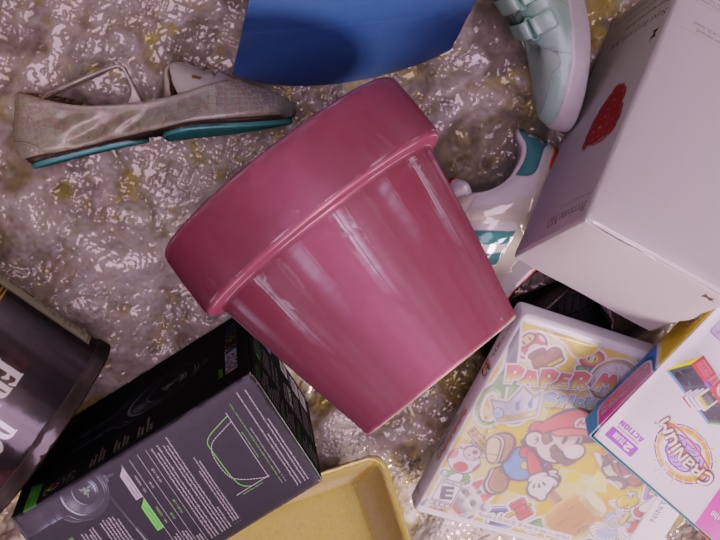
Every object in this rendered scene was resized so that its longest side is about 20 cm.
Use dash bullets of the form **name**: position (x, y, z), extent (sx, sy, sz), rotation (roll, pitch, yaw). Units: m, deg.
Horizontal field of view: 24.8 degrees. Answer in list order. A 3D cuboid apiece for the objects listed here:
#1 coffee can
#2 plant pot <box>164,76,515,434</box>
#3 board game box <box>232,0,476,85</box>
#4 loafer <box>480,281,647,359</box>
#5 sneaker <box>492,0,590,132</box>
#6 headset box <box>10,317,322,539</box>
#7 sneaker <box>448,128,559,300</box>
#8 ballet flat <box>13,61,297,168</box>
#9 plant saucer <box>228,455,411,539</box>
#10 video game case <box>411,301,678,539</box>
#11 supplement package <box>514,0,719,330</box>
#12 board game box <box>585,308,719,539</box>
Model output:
- **coffee can**: position (-0.295, 0.056, 1.127), extent (0.200, 0.146, 0.146), rotation (35, 97, -10)
- **plant pot**: position (0.000, 0.000, 1.091), extent (0.200, 0.200, 0.179), rotation (-39, 85, 4)
- **board game box**: position (-0.005, -0.182, 1.094), extent (0.158, 0.200, 0.039), rotation (-7, 75, -12)
- **loafer**: position (0.185, 0.027, 1.199), extent (0.200, 0.071, 0.073), rotation (-30, 103, 2)
- **sneaker**: position (0.092, -0.192, 1.143), extent (0.118, 0.074, 0.201), rotation (-7, 93, -10)
- **headset box**: position (-0.138, 0.134, 1.143), extent (0.200, 0.174, 0.093), rotation (-32, 103, 4)
- **sneaker**: position (0.079, -0.016, 1.188), extent (0.093, 0.070, 0.200), rotation (44, 93, -5)
- **ballet flat**: position (-0.146, -0.117, 1.146), extent (0.200, 0.067, 0.062), rotation (-10, 93, -3)
- **plant saucer**: position (-0.050, 0.251, 1.239), extent (0.200, 0.048, 0.200), rotation (-18, 104, -1)
- **video game case**: position (0.164, 0.127, 1.204), extent (0.200, 0.023, 0.182), rotation (18, 116, -18)
- **supplement package**: position (0.211, -0.080, 1.117), extent (0.120, 0.121, 0.200), rotation (28, 72, -11)
- **board game box**: position (0.279, 0.087, 1.138), extent (0.153, 0.040, 0.200), rotation (42, 102, -6)
